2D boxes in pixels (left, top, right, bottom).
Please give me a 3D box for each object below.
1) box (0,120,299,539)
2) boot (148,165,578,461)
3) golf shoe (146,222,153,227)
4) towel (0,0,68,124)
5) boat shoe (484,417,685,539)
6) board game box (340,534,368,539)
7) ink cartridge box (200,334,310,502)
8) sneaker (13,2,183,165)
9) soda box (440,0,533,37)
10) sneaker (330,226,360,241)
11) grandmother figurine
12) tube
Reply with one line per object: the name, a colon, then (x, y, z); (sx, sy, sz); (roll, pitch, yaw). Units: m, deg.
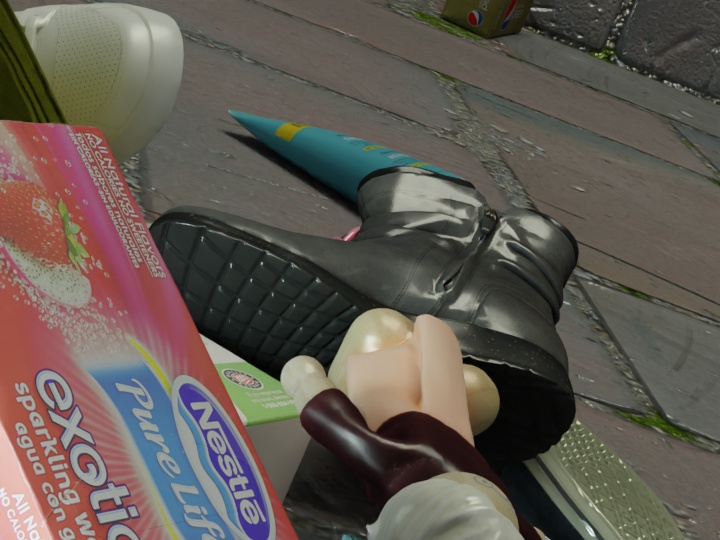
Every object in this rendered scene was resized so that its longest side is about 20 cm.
box: (-0.082, 0.071, 0.536); (0.095, 0.100, 0.200); (-3, 62, -59)
boot: (0.000, 0.000, 0.945); (0.200, 0.070, 0.132); (24, 35, -16)
golf shoe: (-0.139, 0.003, 0.980); (0.091, 0.076, 0.200); (-3, 21, -35)
towel: (-0.146, -0.068, 0.859); (0.086, 0.018, 0.200); (28, -26, 33)
boat shoe: (0.072, 0.095, 0.970); (0.200, 0.062, 0.075); (43, 18, 25)
board game box: (0.096, 0.165, 0.763); (0.199, 0.047, 0.151); (16, 15, -25)
ink cartridge box: (-0.130, 0.037, 0.840); (0.200, 0.067, 0.117); (30, 14, 24)
sneaker: (-0.174, -0.083, 0.939); (0.115, 0.074, 0.200); (13, -12, -43)
soda box: (0.160, -0.331, 2.728); (0.068, 0.064, 0.200); (26, 13, 11)
sneaker: (-0.017, 0.014, 1.061); (0.200, 0.096, 0.079); (5, 23, -47)
grandmother figurine: (0.024, 0.068, 0.786); (0.121, 0.061, 0.200); (26, 12, -13)
tube: (-0.004, -0.070, 1.519); (0.077, 0.051, 0.200); (19, 7, -47)
